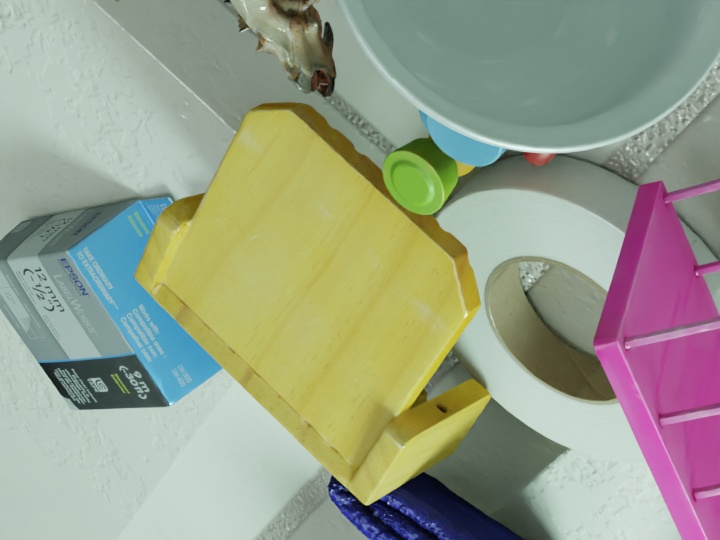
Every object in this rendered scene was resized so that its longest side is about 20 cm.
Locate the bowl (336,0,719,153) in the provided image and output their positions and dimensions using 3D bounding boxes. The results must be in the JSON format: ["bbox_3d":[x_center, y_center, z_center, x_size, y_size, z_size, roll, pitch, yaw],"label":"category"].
[{"bbox_3d":[0.067,-0.146,0.836,0.201,0.201,0.090,49,164,-6],"label":"bowl"}]

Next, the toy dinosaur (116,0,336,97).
[{"bbox_3d":[-0.052,-0.197,0.975,0.086,0.135,0.201,23,110,28],"label":"toy dinosaur"}]

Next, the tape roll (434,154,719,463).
[{"bbox_3d":[0.126,0.025,1.065,0.202,0.037,0.203,28,142,24],"label":"tape roll"}]

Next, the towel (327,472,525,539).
[{"bbox_3d":[0.060,0.180,1.191,0.147,0.050,0.200,31,180,17],"label":"towel"}]

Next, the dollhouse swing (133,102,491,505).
[{"bbox_3d":[0.000,0.000,1.096,0.200,0.182,0.176,43,115,14],"label":"dollhouse swing"}]

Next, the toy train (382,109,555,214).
[{"bbox_3d":[0.053,-0.069,0.972,0.085,0.116,0.200,44,145,1],"label":"toy train"}]

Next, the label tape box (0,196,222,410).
[{"bbox_3d":[-0.179,0.028,1.355,0.200,0.066,0.143,-5,122,50],"label":"label tape box"}]

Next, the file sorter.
[{"bbox_3d":[0.218,0.062,0.904,0.125,0.139,0.200,-14,119,27],"label":"file sorter"}]
